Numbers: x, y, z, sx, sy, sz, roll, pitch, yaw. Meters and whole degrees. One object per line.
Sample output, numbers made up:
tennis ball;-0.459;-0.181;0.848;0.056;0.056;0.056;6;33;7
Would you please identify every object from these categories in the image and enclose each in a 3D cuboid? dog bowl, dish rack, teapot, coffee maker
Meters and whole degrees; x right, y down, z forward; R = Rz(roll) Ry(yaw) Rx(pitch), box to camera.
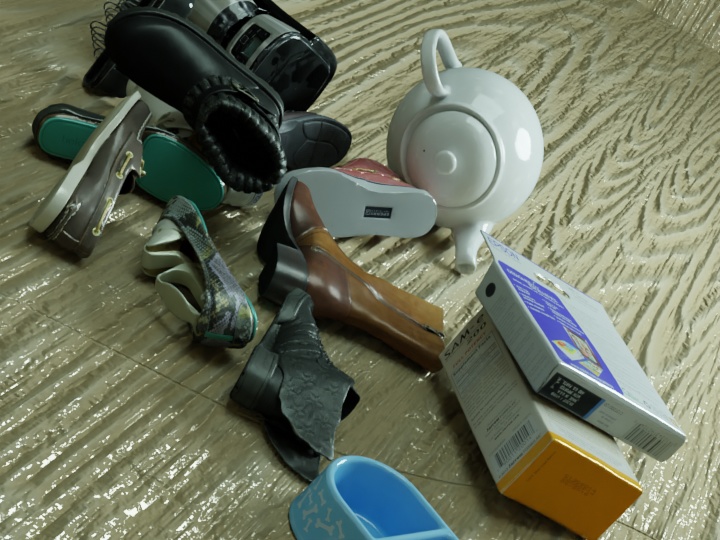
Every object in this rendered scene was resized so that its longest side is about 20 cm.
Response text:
dog bowl;0.029;0.219;1.219;0.111;0.050;0.200;2;36;-46
dish rack;-0.246;-0.287;1.759;0.054;0.154;0.201;32;21;-29
teapot;0.109;-0.137;1.801;0.199;0.198;0.146;38;19;8
coffee maker;-0.125;-0.271;1.875;0.200;0.135;0.191;44;27;27

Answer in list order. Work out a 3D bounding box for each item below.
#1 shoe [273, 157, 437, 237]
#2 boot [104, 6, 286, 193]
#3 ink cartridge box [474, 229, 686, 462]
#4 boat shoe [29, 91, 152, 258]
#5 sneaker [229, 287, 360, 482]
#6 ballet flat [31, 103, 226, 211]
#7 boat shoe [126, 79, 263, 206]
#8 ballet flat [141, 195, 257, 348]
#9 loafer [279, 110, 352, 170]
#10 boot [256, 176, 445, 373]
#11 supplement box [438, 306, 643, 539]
shoe;-0.019;-0.081;1.722;0.198;0.072;0.091;6;18;-33
boot;-0.159;-0.168;1.547;0.210;0.080;0.158;28;23;-13
ink cartridge box;0.198;0.071;1.505;0.197;0.043;0.201;29;24;-37
boat shoe;-0.232;-0.089;1.457;0.059;0.072;0.201;39;39;-14
sneaker;-0.046;0.094;1.367;0.103;0.060;0.200;29;30;0
ballet flat;-0.223;-0.120;1.566;0.198;0.069;0.069;22;17;-17
boat shoe;-0.183;-0.138;1.644;0.200;0.071;0.070;47;26;19
ballet flat;-0.156;-0.003;1.419;0.071;0.072;0.201;10;30;-36
loafer;-0.092;-0.151;1.767;0.199;0.072;0.063;-6;38;-48
boot;0.000;0.000;1.581;0.198;0.069;0.189;23;25;-17
supplement box;0.162;0.139;1.465;0.125;0.074;0.201;31;21;-30
